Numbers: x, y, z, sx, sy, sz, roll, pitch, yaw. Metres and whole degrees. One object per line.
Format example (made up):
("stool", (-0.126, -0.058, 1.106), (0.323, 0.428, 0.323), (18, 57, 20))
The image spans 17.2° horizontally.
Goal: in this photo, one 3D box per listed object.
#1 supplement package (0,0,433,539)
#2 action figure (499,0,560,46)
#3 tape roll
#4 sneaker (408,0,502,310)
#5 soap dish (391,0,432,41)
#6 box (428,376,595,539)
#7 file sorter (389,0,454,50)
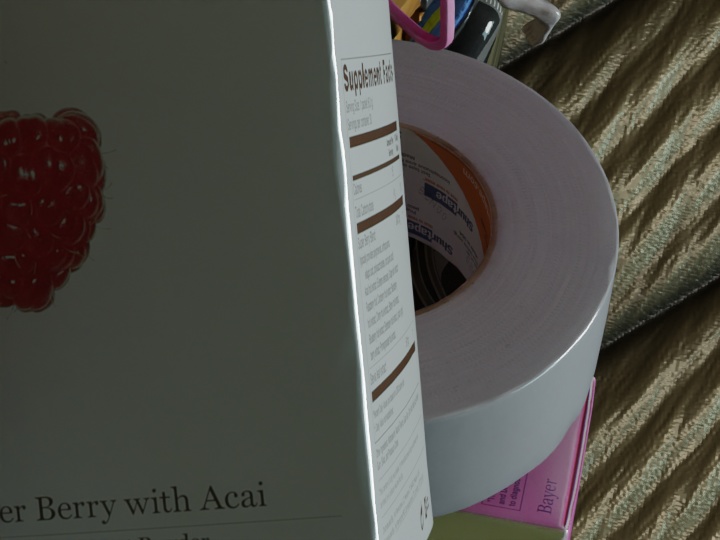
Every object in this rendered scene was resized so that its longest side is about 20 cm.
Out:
("supplement package", (-0.052, -0.013, 0.636), (0.120, 0.120, 0.201), (-37, 122, -80))
("action figure", (0.049, -0.228, 1.193), (0.104, 0.193, 0.201), (19, -91, 52))
("tape roll", (0.000, 0.000, 0.939), (0.066, 0.199, 0.201), (92, 10, -50))
("sneaker", (0.050, -0.044, 1.072), (0.071, 0.082, 0.200), (-64, 160, -49))
("soap dish", (-0.025, -0.047, 1.113), (0.157, 0.081, 0.201), (-56, 154, -58))
("box", (-0.013, 0.122, 1.007), (0.097, 0.199, 0.177), (-73, 170, -50))
("file sorter", (0.025, -0.169, 0.830), (0.200, 0.125, 0.139), (-39, 159, -16))
